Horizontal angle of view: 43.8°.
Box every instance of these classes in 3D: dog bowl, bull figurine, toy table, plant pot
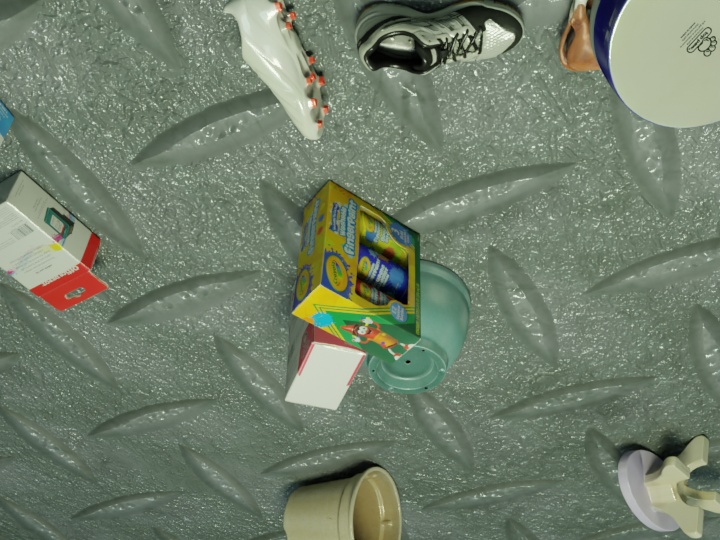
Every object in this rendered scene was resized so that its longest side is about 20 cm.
[{"bbox_3d":[0.346,-0.255,0.937,0.197,0.079,0.202,-1,127,-1],"label":"dog bowl"},{"bbox_3d":[0.324,-0.277,1.011,0.197,0.066,0.123,-8,128,4],"label":"bull figurine"},{"bbox_3d":[0.567,0.392,1.616,0.199,0.186,0.116,27,150,-33],"label":"toy table"},{"bbox_3d":[-0.043,0.490,1.757,0.181,0.202,0.201,-8,136,29],"label":"plant pot"},{"bbox_3d":[0.072,0.100,1.367,0.197,0.135,0.202,2,136,2],"label":"plant pot"}]

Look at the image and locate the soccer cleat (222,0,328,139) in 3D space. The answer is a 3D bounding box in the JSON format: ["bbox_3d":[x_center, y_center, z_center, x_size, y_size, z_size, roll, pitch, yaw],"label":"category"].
[{"bbox_3d":[-0.097,-0.246,1.079,0.076,0.070,0.202,-8,128,20],"label":"soccer cleat"}]

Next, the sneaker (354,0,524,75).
[{"bbox_3d":[0.092,-0.257,1.032,0.197,0.088,0.076,-2,134,5],"label":"sneaker"}]

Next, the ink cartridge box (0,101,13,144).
[{"bbox_3d":[-0.553,-0.161,1.099,0.143,0.202,0.148,-12,135,17],"label":"ink cartridge box"}]

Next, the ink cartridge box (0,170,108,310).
[{"bbox_3d":[-0.469,-0.037,1.315,0.115,0.068,0.200,-22,130,26],"label":"ink cartridge box"}]

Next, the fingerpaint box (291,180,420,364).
[{"bbox_3d":[0.000,0.000,1.222,0.166,0.202,0.073,29,130,-23],"label":"fingerpaint box"}]

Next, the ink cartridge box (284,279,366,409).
[{"bbox_3d":[-0.051,0.075,1.304,0.082,0.202,0.147,12,136,-14],"label":"ink cartridge box"}]
